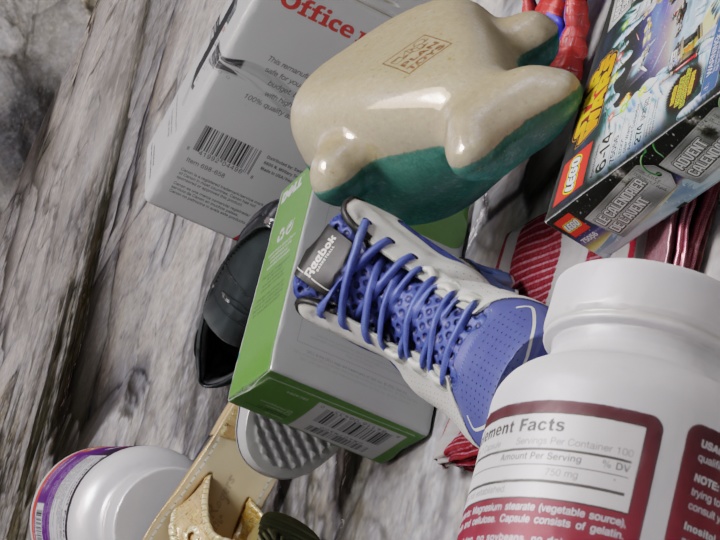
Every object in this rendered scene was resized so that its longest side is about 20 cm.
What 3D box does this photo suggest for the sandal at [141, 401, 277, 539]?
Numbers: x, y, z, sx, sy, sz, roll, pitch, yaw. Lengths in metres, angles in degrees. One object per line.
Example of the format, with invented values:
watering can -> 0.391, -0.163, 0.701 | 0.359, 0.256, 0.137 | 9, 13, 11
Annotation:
sandal -> -0.088, 0.162, 1.187 | 0.213, 0.077, 0.070 | -66, 12, -13

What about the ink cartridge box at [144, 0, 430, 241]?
ink cartridge box -> -0.043, -0.118, 1.287 | 0.200, 0.144, 0.084 | -58, 20, 25

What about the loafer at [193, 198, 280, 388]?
loafer -> -0.072, 0.023, 1.278 | 0.070, 0.068, 0.201 | -48, -7, -33

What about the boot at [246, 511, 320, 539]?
boot -> -0.084, 0.262, 1.086 | 0.200, 0.066, 0.175 | -59, 8, 20

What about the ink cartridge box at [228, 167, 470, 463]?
ink cartridge box -> 0.000, 0.000, 1.091 | 0.059, 0.103, 0.201 | -38, 34, 54

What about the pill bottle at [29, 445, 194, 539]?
pill bottle -> -0.161, 0.180, 1.315 | 0.200, 0.111, 0.112 | -13, 56, 67

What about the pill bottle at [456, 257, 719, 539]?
pill bottle -> 0.093, 0.104, 0.694 | 0.113, 0.113, 0.201 | -30, 40, 61

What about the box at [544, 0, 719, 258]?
box -> 0.158, -0.117, 0.858 | 0.137, 0.040, 0.201 | -41, 24, 54

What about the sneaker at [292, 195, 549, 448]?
sneaker -> 0.027, 0.025, 0.902 | 0.081, 0.115, 0.199 | -64, 16, 6

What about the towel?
towel -> 0.100, 0.026, 0.911 | 0.200, 0.023, 0.145 | -21, 48, 66

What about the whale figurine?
whale figurine -> 0.048, -0.071, 0.965 | 0.159, 0.104, 0.200 | -36, 23, -15

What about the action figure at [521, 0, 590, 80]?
action figure -> 0.117, -0.166, 1.060 | 0.065, 0.051, 0.201 | -8, 63, 65

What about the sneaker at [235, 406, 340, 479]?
sneaker -> -0.025, 0.043, 1.156 | 0.079, 0.078, 0.201 | -18, 40, 60
